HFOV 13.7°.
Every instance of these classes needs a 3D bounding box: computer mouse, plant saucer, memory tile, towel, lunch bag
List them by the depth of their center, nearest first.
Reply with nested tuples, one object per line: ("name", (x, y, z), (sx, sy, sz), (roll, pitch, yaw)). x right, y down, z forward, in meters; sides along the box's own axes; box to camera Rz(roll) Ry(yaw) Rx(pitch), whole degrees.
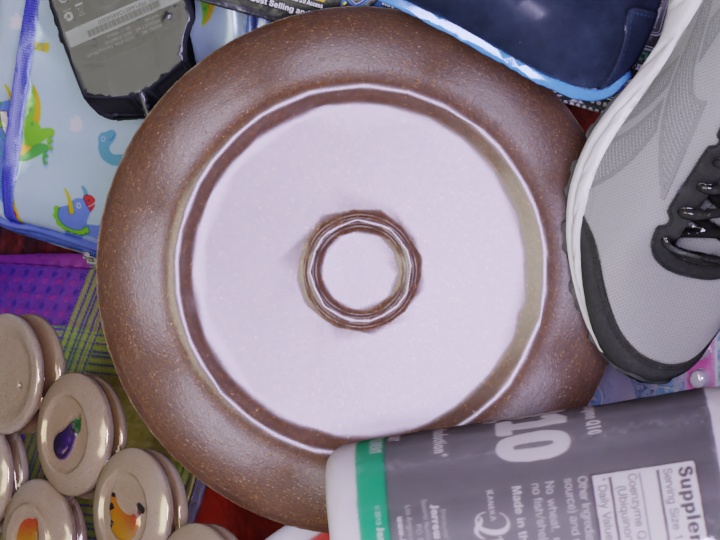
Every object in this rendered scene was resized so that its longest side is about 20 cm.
("plant saucer", (0.000, 0.000, 1.120), (0.200, 0.037, 0.201), (0, 89, -1))
("computer mouse", (-0.077, -0.056, 1.192), (0.059, 0.034, 0.200), (-18, 85, 16))
("memory tile", (-0.117, 0.123, 1.195), (0.200, 0.017, 0.153), (45, 121, 42))
("lunch bag", (-0.084, -0.100, 1.261), (0.161, 0.082, 0.200), (16, 100, 35))
("towel", (-0.138, 0.059, 1.303), (0.200, 0.023, 0.144), (3, 64, 32))

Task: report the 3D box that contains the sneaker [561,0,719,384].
("sneaker", (0.131, -0.049, 1.071), (0.079, 0.074, 0.200), (-127, 52, -60))

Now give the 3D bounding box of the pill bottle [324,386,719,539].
("pill bottle", (0.094, 0.103, 1.060), (0.200, 0.113, 0.113), (-9, 87, 4))

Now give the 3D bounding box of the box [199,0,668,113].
("box", (0.048, -0.174, 1.142), (0.200, 0.048, 0.193), (17, 105, 5))

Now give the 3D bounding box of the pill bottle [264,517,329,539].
("pill bottle", (0.027, 0.193, 1.155), (0.116, 0.116, 0.200), (-49, 68, 26))

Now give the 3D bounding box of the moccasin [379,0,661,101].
("moccasin", (0.019, -0.134, 1.101), (0.200, 0.080, 0.068), (27, 101, -13))

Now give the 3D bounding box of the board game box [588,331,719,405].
("board game box", (0.130, 0.103, 1.158), (0.200, 0.026, 0.200), (50, 117, 22))
